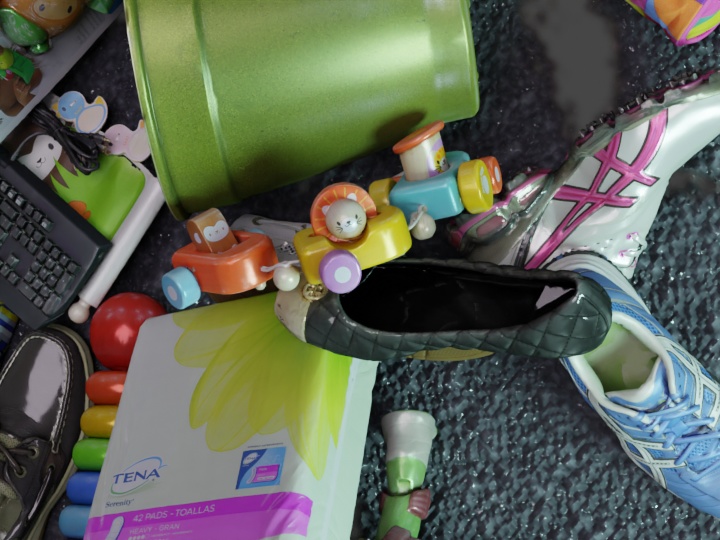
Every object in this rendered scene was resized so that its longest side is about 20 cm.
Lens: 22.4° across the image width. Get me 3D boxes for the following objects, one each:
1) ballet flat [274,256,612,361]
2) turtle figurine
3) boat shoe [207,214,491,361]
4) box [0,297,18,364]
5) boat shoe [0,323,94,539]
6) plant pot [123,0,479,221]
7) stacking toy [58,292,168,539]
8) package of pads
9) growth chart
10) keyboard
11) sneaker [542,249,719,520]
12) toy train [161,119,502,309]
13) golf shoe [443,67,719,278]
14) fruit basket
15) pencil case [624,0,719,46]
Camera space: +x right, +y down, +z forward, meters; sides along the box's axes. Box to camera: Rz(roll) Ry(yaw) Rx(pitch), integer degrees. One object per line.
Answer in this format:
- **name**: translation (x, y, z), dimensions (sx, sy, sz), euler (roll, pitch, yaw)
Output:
- **ballet flat**: translation (0.042, 0.013, 1.003), dimensions (0.199, 0.057, 0.067), euler (0, 57, 23)
- **turtle figurine**: translation (0.008, 0.196, 1.112), dimensions (0.143, 0.199, 0.195), euler (-20, 61, 35)
- **boat shoe**: translation (0.000, 0.000, 1.124), dimensions (0.199, 0.071, 0.070), euler (14, 52, 17)
- **box**: translation (-0.290, 0.037, 1.132), dimensions (0.064, 0.200, 0.070), euler (22, 94, 15)
- **boat shoe**: translation (-0.230, 0.133, 1.181), dimensions (0.071, 0.066, 0.202), euler (22, 95, 12)
- **plant pot**: translation (-0.030, -0.142, 1.090), dimensions (0.191, 0.200, 0.202), euler (-8, 85, 2)
- **stacking toy**: translation (-0.150, 0.115, 1.162), dimensions (0.085, 0.085, 0.202), euler (2, 81, 15)
- **package of pads**: translation (-0.077, 0.110, 1.063), dimensions (0.154, 0.068, 0.201), euler (-11, 49, 28)
- **growth chart**: translation (-0.218, -0.057, 1.200), dimensions (0.199, 0.018, 0.145), euler (26, 91, 24)
- **keyboard**: translation (-0.238, -0.064, 1.189), dimensions (0.200, 0.021, 0.127), euler (38, 96, 22)
- **sneaker**: translation (0.171, 0.080, 1.052), dimensions (0.076, 0.077, 0.200), euler (-43, 100, 15)
- **toy train**: translation (-0.016, -0.039, 1.052), dimensions (0.199, 0.150, 0.056), euler (-28, 111, -28)
- **golf shoe**: translation (0.152, -0.045, 1.090), dimensions (0.199, 0.073, 0.092), euler (-34, 90, 20)
- **fruit basket**: translation (-0.231, -0.183, 1.119), dimensions (0.093, 0.185, 0.200), euler (18, 64, 46)
- **pencil case**: translation (0.150, -0.225, 1.090), dimensions (0.200, 0.088, 0.088), euler (44, 98, 11)
